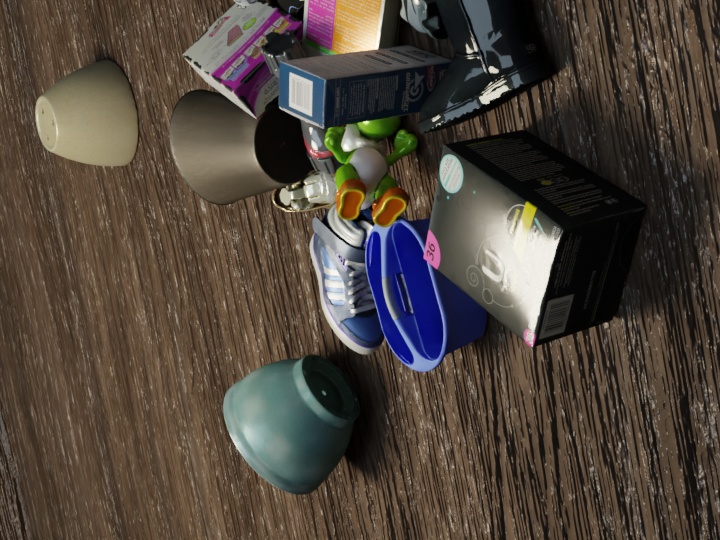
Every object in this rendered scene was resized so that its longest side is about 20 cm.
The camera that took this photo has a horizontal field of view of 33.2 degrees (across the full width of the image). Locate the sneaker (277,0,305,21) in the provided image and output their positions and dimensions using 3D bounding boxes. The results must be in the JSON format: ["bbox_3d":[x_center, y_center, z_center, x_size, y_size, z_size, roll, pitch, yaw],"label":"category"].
[{"bbox_3d":[-0.047,-0.405,1.599,0.078,0.070,0.200,52,140,-1],"label":"sneaker"}]

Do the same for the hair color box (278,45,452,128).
[{"bbox_3d":[0.010,-0.223,1.453,0.100,0.198,0.061,31,126,47],"label":"hair color box"}]

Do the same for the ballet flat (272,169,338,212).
[{"bbox_3d":[-0.064,-0.113,1.725,0.199,0.065,0.071,-14,93,57],"label":"ballet flat"}]

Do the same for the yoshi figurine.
[{"bbox_3d":[0.014,-0.156,1.537,0.201,0.111,0.113,-94,-22,-47],"label":"yoshi figurine"}]

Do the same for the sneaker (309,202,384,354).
[{"bbox_3d":[0.000,0.000,1.659,0.146,0.080,0.202,-46,61,55],"label":"sneaker"}]

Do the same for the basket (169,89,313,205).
[{"bbox_3d":[-0.163,-0.181,1.743,0.199,0.136,0.182,3,124,52],"label":"basket"}]

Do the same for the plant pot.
[{"bbox_3d":[-0.085,0.210,1.792,0.134,0.199,0.201,-41,65,24],"label":"plant pot"}]

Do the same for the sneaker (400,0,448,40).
[{"bbox_3d":[0.071,-0.379,1.418,0.088,0.073,0.202,30,126,44],"label":"sneaker"}]

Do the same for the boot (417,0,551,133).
[{"bbox_3d":[0.117,-0.265,1.388,0.199,0.076,0.170,-24,86,49],"label":"boot"}]

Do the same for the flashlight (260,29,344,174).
[{"bbox_3d":[-0.068,-0.222,1.613,0.067,0.068,0.201,-4,136,23],"label":"flashlight"}]

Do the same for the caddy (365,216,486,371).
[{"bbox_3d":[0.073,0.025,1.538,0.141,0.104,0.202,-19,86,55],"label":"caddy"}]

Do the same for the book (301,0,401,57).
[{"bbox_3d":[-0.013,-0.344,1.531,0.133,0.048,0.202,27,129,26],"label":"book"}]

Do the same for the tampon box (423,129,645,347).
[{"bbox_3d":[0.184,-0.041,1.332,0.200,0.125,0.151,40,132,42],"label":"tampon box"}]

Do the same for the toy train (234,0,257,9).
[{"bbox_3d":[-0.165,-0.450,1.696,0.201,0.084,0.115,-108,24,-50],"label":"toy train"}]

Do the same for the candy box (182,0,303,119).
[{"bbox_3d":[-0.153,-0.304,1.694,0.061,0.136,0.200,48,176,-37],"label":"candy box"}]

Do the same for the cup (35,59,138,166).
[{"bbox_3d":[-0.525,-0.286,2.271,0.200,0.142,0.203,27,124,49],"label":"cup"}]
